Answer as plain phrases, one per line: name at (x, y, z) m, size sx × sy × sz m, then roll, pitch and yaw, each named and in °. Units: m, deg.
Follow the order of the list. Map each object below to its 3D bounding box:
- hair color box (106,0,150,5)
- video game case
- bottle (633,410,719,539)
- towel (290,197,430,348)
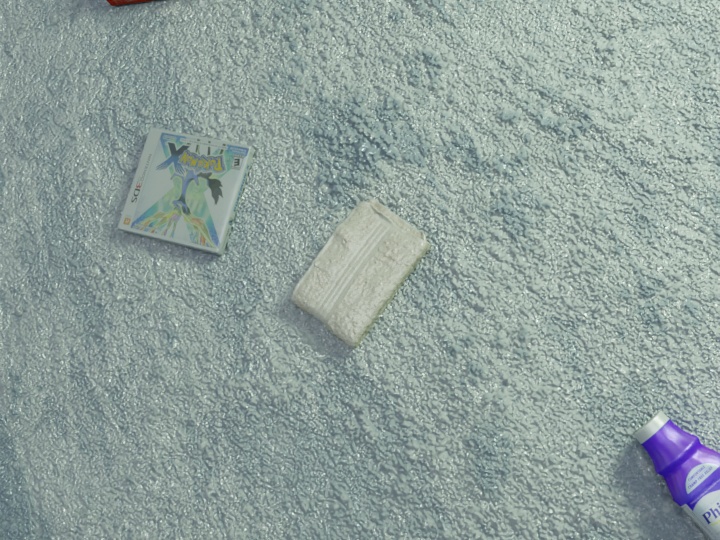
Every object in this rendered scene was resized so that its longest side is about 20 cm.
hair color box at (-0.367, -0.541, 1.307) m, size 0.197 × 0.061 × 0.103 m, roll -2°, pitch 75°, yaw 15°
video game case at (-0.288, -0.133, 1.206) m, size 0.197 × 0.022 × 0.185 m, roll 13°, pitch 81°, yaw 18°
bottle at (0.419, 0.262, 0.885) m, size 0.083 × 0.065 × 0.200 m, roll -41°, pitch 70°, yaw 4°
towel at (0.000, 0.000, 1.085) m, size 0.132 × 0.034 × 0.201 m, roll 35°, pitch 88°, yaw 21°
